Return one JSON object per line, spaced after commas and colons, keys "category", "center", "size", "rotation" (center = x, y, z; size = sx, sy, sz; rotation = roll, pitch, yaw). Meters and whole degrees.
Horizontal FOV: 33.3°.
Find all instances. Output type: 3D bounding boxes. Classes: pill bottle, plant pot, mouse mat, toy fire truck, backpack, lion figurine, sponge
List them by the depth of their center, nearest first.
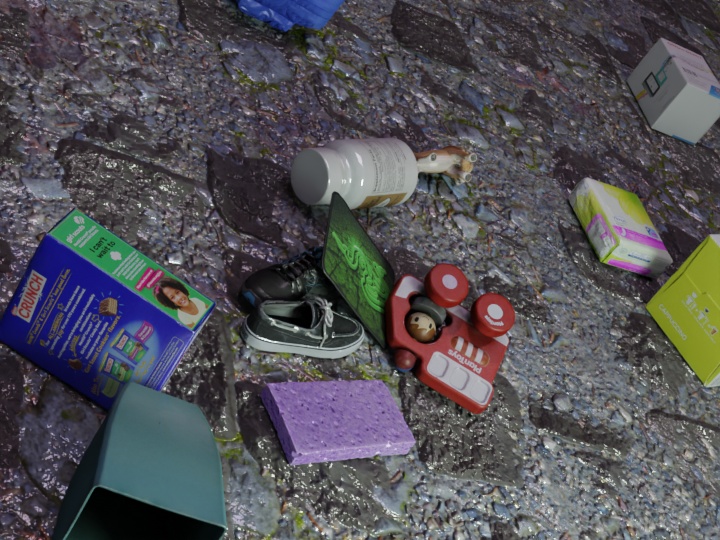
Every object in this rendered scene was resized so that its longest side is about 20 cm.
{"category": "plant pot", "center": [-0.232, 0.225, 1.275], "size": [0.141, 0.141, 0.200], "rotation": [23, 29, -19]}
{"category": "sponge", "center": [-0.029, 0.195, 1.579], "size": [0.200, 0.030, 0.112], "rotation": [2, 47, -40]}
{"category": "mouse mat", "center": [0.000, 0.000, 1.749], "size": [0.200, 0.008, 0.161], "rotation": [54, 30, -39]}
{"category": "toy fire truck", "center": [0.124, 0.099, 1.776], "size": [0.200, 0.112, 0.168], "rotation": [32, 52, -5]}
{"category": "pill bottle", "center": [-0.011, -0.155, 1.942], "size": [0.200, 0.114, 0.114], "rotation": [-8, 53, -46]}
{"category": "lion figurine", "center": [0.126, -0.190, 2.143], "size": [0.200, 0.073, 0.122], "rotation": [4, 11, -30]}
{"category": "backpack", "center": [-0.133, -0.541, 2.253], "size": [0.200, 0.168, 0.163], "rotation": [16, 41, -34]}

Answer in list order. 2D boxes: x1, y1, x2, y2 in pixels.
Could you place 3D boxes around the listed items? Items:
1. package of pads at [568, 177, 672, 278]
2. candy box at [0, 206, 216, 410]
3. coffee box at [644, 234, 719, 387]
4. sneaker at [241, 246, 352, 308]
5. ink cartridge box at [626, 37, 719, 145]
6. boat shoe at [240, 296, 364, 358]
{"category": "package of pads", "center": [0.505, -0.084, 2.359], "size": [0.154, 0.068, 0.200], "rotation": [15, 38, -31]}
{"category": "candy box", "center": [-0.295, 0.055, 1.385], "size": [0.200, 0.169, 0.077], "rotation": [34, 30, -4]}
{"category": "coffee box", "center": [0.690, 0.071, 2.216], "size": [0.198, 0.200, 0.200], "rotation": [-1, 48, -42]}
{"category": "sneaker", "center": [-0.090, 0.001, 1.711], "size": [0.073, 0.082, 0.200], "rotation": [46, 35, 15]}
{"category": "ink cartridge box", "center": [0.780, -0.442, 2.965], "size": [0.146, 0.146, 0.200], "rotation": [17, 38, -26]}
{"category": "boat shoe", "center": [-0.068, 0.071, 1.660], "size": [0.199, 0.068, 0.074], "rotation": [9, 42, -35]}
